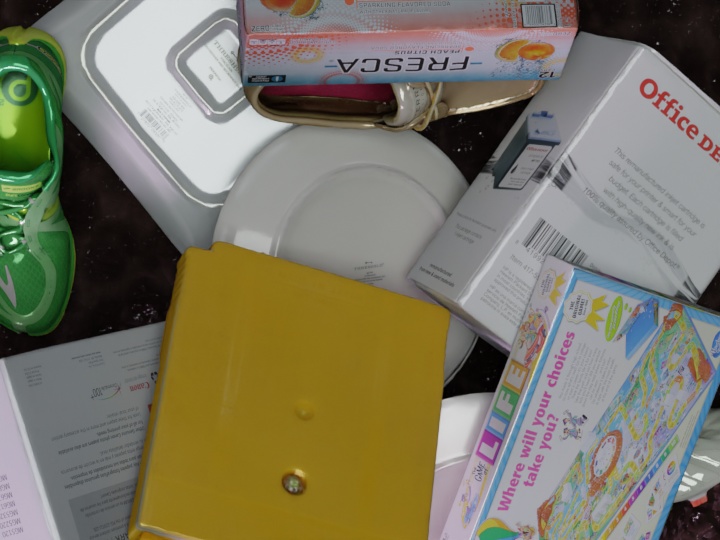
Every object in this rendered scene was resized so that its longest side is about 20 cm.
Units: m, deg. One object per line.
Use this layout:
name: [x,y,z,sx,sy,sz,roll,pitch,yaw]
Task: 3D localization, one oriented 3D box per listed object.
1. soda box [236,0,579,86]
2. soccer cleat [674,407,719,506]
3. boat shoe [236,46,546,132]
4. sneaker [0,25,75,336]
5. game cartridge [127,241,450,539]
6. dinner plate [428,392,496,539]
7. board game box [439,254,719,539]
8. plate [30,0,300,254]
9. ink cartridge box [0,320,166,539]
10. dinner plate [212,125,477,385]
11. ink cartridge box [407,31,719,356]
soda box: [0.027,-0.154,1.299,0.200,0.068,0.064,-1,67,-7]
soccer cleat: [0.169,0.123,1.430,0.200,0.069,0.078,-18,115,0]
boat shoe: [0.023,-0.117,1.358,0.200,0.069,0.074,-3,126,-1]
sneaker: [-0.222,-0.052,1.372,0.074,0.084,0.200,0,106,1]
game cartridge: [-0.038,0.089,1.295,0.176,0.032,0.200,17,56,-14]
dinner plate: [0.073,0.170,1.387,0.200,0.024,0.200,-4,117,-8]
board game box: [0.143,0.104,1.347,0.134,0.034,0.200,18,96,-27]
plate: [-0.090,-0.132,1.408,0.200,0.032,0.200,-40,97,0]
ink cartridge box: [-0.157,0.131,1.288,0.084,0.200,0.176,-19,86,29]
dinner plate: [0.000,0.000,1.394,0.200,0.024,0.200,-1,92,-25]
ink cartridge box: [0.151,-0.029,1.382,0.146,0.086,0.200,37,85,-26]
